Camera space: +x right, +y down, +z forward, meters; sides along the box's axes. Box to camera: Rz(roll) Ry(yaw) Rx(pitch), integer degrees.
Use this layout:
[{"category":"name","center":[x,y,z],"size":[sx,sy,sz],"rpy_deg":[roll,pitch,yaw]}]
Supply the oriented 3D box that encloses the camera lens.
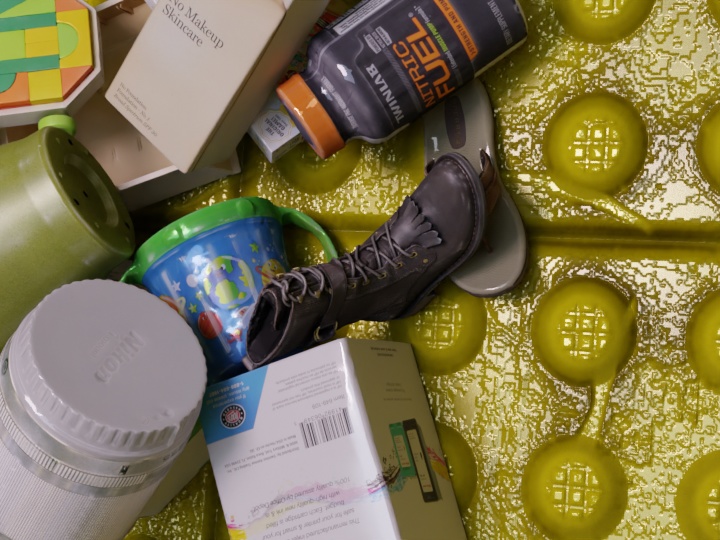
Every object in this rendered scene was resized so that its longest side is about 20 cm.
[{"category":"camera lens","center":[-0.224,0.124,1.129],"size":[0.160,0.160,0.200],"rpy_deg":[52,133,19]}]

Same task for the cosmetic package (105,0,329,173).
[{"category":"cosmetic package","center":[-0.112,-0.189,1.143],"size":[0.103,0.073,0.200],"rpy_deg":[42,121,11]}]

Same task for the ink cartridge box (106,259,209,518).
[{"category":"ink cartridge box","center":[-0.219,0.104,1.290],"size":[0.146,0.084,0.200],"rpy_deg":[-45,70,15]}]

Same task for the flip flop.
[{"category":"flip flop","center":[0.087,-0.075,1.178],"size":[0.081,0.058,0.201],"rpy_deg":[-12,78,19]}]

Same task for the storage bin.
[{"category":"storage bin","center":[-0.234,-0.155,1.315],"size":[0.199,0.094,0.200],"rpy_deg":[-18,78,23]}]

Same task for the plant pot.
[{"category":"plant pot","center":[-0.303,-0.019,1.203],"size":[0.192,0.200,0.201],"rpy_deg":[-31,73,10]}]

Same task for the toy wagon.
[{"category":"toy wagon","center":[-0.328,-0.183,1.244],"size":[0.199,0.040,0.156],"rpy_deg":[-7,68,-4]}]

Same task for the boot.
[{"category":"boot","center":[0.000,0.000,1.118],"size":[0.069,0.174,0.200],"rpy_deg":[51,135,25]}]

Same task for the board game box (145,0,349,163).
[{"category":"board game box","center":[-0.084,-0.212,1.232],"size":[0.134,0.034,0.200],"rpy_deg":[-37,83,-11]}]

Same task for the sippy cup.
[{"category":"sippy cup","center":[-0.110,0.025,1.218],"size":[0.177,0.139,0.131],"rpy_deg":[-32,75,20]}]

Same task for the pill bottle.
[{"category":"pill bottle","center":[0.029,-0.175,1.156],"size":[0.200,0.106,0.106],"rpy_deg":[-36,71,-3]}]

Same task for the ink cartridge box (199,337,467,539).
[{"category":"ink cartridge box","center":[-0.020,0.174,1.158],"size":[0.146,0.146,0.201],"rpy_deg":[-20,78,21]}]
